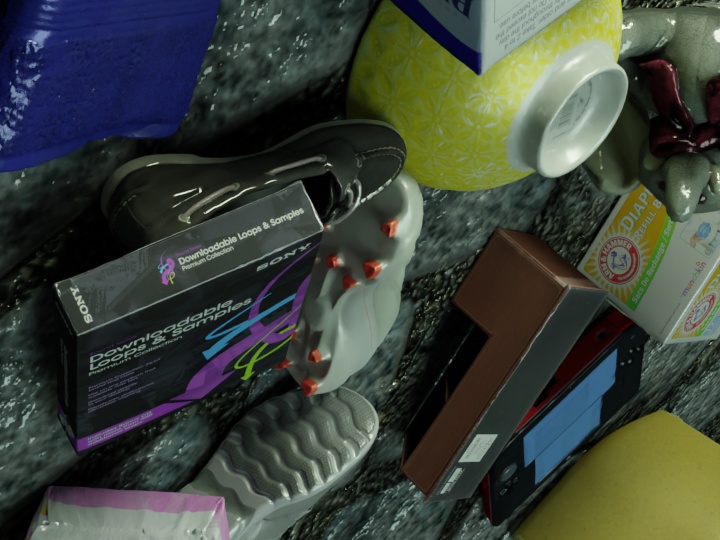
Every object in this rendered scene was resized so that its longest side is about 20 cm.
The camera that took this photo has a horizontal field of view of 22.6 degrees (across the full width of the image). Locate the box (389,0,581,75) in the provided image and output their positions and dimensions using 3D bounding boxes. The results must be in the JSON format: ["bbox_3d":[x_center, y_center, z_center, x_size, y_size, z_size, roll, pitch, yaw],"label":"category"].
[{"bbox_3d":[0.093,-0.241,0.940,0.183,0.105,0.201,-37,150,-22],"label":"box"}]

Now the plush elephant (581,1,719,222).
[{"bbox_3d":[0.232,-0.102,1.257,0.200,0.163,0.157,-41,136,-70],"label":"plush elephant"}]

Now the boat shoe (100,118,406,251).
[{"bbox_3d":[-0.049,-0.037,1.006,0.198,0.057,0.067,-12,141,-34],"label":"boat shoe"}]

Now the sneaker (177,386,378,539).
[{"bbox_3d":[-0.072,0.152,1.244,0.199,0.075,0.082,-35,158,-2],"label":"sneaker"}]

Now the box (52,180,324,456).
[{"bbox_3d":[-0.098,0.031,0.991,0.142,0.036,0.200,-24,161,-17],"label":"box"}]

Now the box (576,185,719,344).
[{"bbox_3d":[0.282,-0.049,1.461,0.112,0.101,0.201,-2,127,-55],"label":"box"}]

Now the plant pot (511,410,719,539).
[{"bbox_3d":[0.298,0.261,1.796,0.201,0.195,0.194,-54,154,-10],"label":"plant pot"}]

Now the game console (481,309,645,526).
[{"bbox_3d":[0.184,0.134,1.626,0.200,0.031,0.177,-41,151,-15],"label":"game console"}]

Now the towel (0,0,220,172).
[{"bbox_3d":[-0.111,-0.146,0.830,0.147,0.049,0.201,-21,141,-54],"label":"towel"}]

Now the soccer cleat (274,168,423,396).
[{"bbox_3d":[0.000,0.000,1.157,0.077,0.069,0.201,-30,154,-41],"label":"soccer cleat"}]

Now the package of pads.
[{"bbox_3d":[-0.139,0.221,1.147,0.201,0.119,0.076,87,10,-46],"label":"package of pads"}]

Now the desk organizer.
[{"bbox_3d":[0.093,0.072,1.364,0.071,0.077,0.201,6,121,-57],"label":"desk organizer"}]

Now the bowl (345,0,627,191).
[{"bbox_3d":[0.098,-0.119,1.099,0.199,0.108,0.201,-35,150,-24],"label":"bowl"}]
